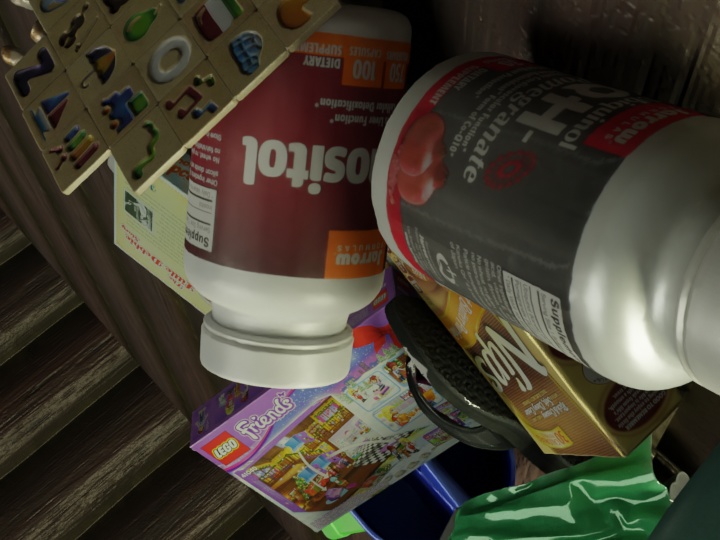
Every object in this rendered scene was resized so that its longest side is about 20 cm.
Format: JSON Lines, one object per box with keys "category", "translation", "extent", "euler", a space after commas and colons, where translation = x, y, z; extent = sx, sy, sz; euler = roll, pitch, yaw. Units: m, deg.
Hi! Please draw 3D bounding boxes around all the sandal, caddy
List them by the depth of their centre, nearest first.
{"category": "sandal", "translation": [0.077, 0.091, 0.763], "extent": [0.200, 0.048, 0.075], "euler": [41, -157, -31]}
{"category": "caddy", "translation": [0.034, 0.144, 0.949], "extent": [0.200, 0.141, 0.105], "euler": [46, 166, 15]}

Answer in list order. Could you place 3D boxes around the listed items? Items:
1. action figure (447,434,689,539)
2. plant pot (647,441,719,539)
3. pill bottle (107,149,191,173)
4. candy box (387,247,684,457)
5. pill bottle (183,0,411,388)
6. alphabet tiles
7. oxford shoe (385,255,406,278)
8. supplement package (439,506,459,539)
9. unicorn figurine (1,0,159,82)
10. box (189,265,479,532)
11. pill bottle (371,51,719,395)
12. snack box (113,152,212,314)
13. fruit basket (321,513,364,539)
{"category": "action figure", "translation": [0.125, 0.178, 0.760], "extent": [0.199, 0.055, 0.119], "euler": [-20, 70, 40]}
{"category": "plant pot", "translation": [0.210, 0.179, 0.531], "extent": [0.201, 0.161, 0.201], "euler": [45, 163, 18]}
{"category": "pill bottle", "translation": [-0.125, -0.044, 1.009], "extent": [0.200, 0.114, 0.114], "euler": [50, 163, 1]}
{"category": "candy box", "translation": [0.089, 0.017, 0.685], "extent": [0.200, 0.055, 0.115], "euler": [52, 165, -3]}
{"category": "pill bottle", "translation": [-0.037, -0.044, 0.627], "extent": [0.113, 0.113, 0.201], "euler": [24, 112, 56]}
{"category": "alphabet tiles", "translation": [-0.096, -0.136, 0.583], "extent": [0.006, 0.200, 0.167], "euler": [36, -164, -54]}
{"category": "oxford shoe", "translation": [0.000, 0.000, 0.879], "extent": [0.075, 0.058, 0.200], "euler": [49, 165, -1]}
{"category": "supplement package", "translation": [0.149, 0.257, 0.813], "extent": [0.199, 0.117, 0.117], "euler": [-2, 130, 38]}
{"category": "unicorn figurine", "translation": [-0.149, -0.135, 0.688], "extent": [0.137, 0.074, 0.200], "euler": [30, 167, 3]}
{"category": "box", "translation": [-0.006, 0.100, 0.836], "extent": [0.137, 0.200, 0.039], "euler": [41, -155, -30]}
{"category": "pill bottle", "translation": [0.103, -0.018, 0.479], "extent": [0.200, 0.111, 0.111], "euler": [30, 154, 48]}
{"category": "snack box", "translation": [-0.113, -0.016, 0.896], "extent": [0.200, 0.037, 0.116], "euler": [36, 140, 20]}
{"category": "fruit basket", "translation": [-0.040, 0.157, 1.190], "extent": [0.215, 0.156, 0.216], "euler": [27, 145, 21]}
